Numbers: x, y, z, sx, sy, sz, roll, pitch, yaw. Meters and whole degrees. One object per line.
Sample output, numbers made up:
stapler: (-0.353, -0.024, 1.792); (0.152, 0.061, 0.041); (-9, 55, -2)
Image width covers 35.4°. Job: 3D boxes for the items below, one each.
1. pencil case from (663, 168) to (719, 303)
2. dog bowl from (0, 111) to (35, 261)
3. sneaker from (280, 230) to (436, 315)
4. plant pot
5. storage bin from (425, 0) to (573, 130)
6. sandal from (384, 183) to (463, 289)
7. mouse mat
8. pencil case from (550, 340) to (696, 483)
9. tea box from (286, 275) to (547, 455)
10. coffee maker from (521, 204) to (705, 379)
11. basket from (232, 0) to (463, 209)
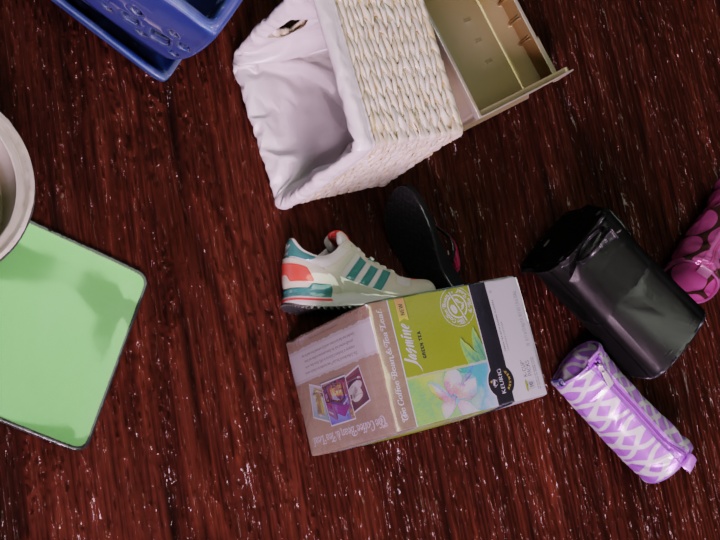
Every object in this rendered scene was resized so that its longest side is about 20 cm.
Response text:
pencil case: (0.494, -0.048, 1.561); (0.091, 0.093, 0.201); (43, 60, -11)
dog bowl: (-0.417, -0.076, 1.075); (0.197, 0.074, 0.204); (9, 71, -27)
sneaker: (-0.001, 0.000, 1.284); (0.196, 0.070, 0.095); (-1, 82, -26)
plant pot: (-0.217, -0.337, 1.200); (0.199, 0.179, 0.202); (35, 61, -15)
storage bin: (0.149, -0.301, 1.444); (0.197, 0.093, 0.202); (-29, 90, -32)
sandal: (0.090, -0.011, 1.343); (0.045, 0.075, 0.202); (-34, 100, -38)
mouse mat: (-0.314, 0.061, 1.130); (0.159, 0.008, 0.203); (26, 63, -21)
pencil case: (0.328, 0.175, 1.408); (0.200, 0.085, 0.084); (45, 58, -11)
tea box: (0.054, 0.104, 1.209); (0.194, 0.199, 0.136); (-10, 81, -31)
coffee maker: (0.316, 0.033, 1.386); (0.200, 0.192, 0.135); (43, 103, -10)
basket: (-0.017, -0.201, 1.265); (0.159, 0.197, 0.203); (-13, 81, -35)
